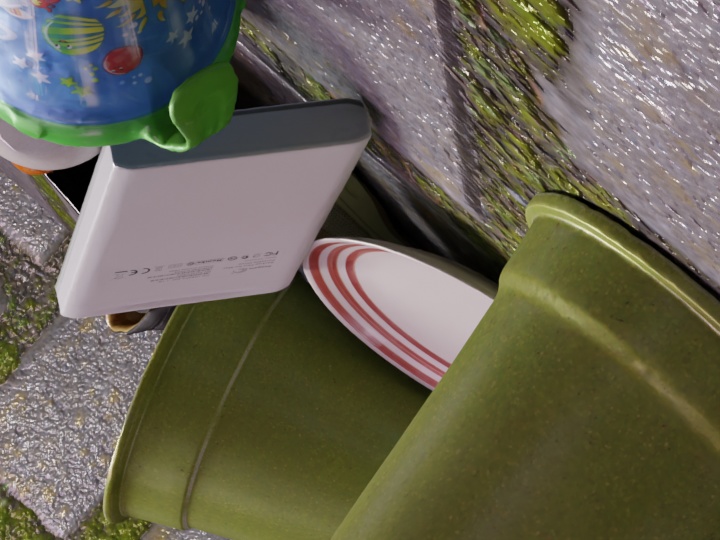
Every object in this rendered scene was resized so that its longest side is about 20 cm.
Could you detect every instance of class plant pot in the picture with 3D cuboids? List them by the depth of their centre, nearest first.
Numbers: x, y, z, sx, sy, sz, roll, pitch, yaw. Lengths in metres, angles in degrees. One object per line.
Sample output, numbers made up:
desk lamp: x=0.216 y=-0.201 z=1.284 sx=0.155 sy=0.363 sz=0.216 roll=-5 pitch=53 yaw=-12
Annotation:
plant pot: x=0.090 y=0.101 z=1.192 sx=0.200 sy=0.184 sz=0.200 roll=41 pitch=172 yaw=7
plant pot: x=-0.027 y=0.098 z=1.644 sx=0.189 sy=0.201 sz=0.200 roll=24 pitch=170 yaw=8

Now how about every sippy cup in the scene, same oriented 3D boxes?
sippy cup: x=-0.122 y=-0.143 z=1.199 sx=0.177 sy=0.140 sz=0.131 roll=17 pitch=158 yaw=8

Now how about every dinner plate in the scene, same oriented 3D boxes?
dinner plate: x=0.058 y=0.034 z=1.490 sx=0.199 sy=0.024 sz=0.200 roll=28 pitch=161 yaw=11

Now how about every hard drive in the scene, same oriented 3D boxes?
hard drive: x=-0.080 y=-0.029 z=1.410 sx=0.200 sy=0.131 sz=0.026 roll=121 pitch=139 yaw=-64

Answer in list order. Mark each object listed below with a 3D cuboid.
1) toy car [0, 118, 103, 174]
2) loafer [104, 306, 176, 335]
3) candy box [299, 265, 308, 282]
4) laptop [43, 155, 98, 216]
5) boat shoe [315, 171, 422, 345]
toy car: x=-0.201 y=-0.132 z=1.373 sx=0.200 sy=0.150 sz=0.175 roll=45 pitch=-152 yaw=-21
loafer: x=-0.133 y=-0.002 z=1.666 sx=0.073 sy=0.072 sz=0.200 roll=58 pitch=174 yaw=19
candy box: x=-0.063 y=-0.011 z=1.821 sx=0.200 sy=0.072 sz=0.168 roll=43 pitch=173 yaw=-4
laptop: x=-0.141 y=-0.083 z=1.603 sx=0.187 sy=0.200 sz=0.116 roll=47 pitch=141 yaw=14
boat shoe: x=0.001 y=0.000 z=1.575 sx=0.073 sy=0.063 sz=0.201 roll=35 pitch=169 yaw=49
